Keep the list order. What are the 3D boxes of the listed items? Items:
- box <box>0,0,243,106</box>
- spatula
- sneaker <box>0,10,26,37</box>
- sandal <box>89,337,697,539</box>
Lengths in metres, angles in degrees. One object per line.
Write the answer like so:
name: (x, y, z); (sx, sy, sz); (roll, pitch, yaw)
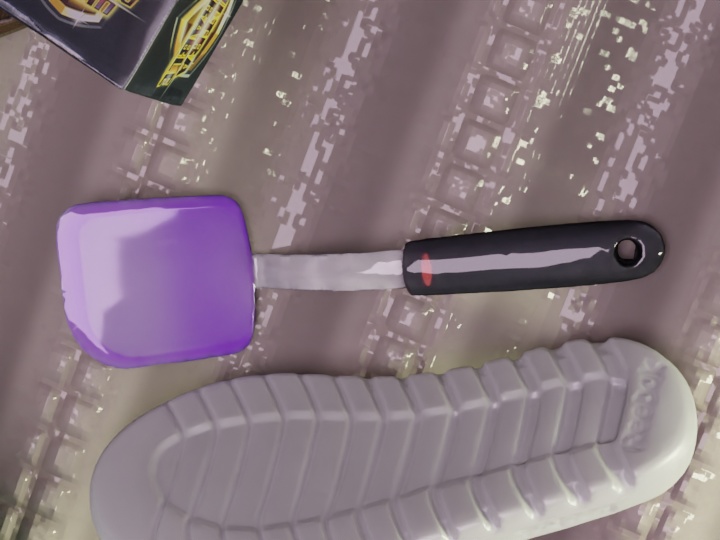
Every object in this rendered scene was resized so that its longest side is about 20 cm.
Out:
box: (-0.097, -0.167, 0.766); (0.199, 0.046, 0.160); (33, 97, 16)
spatula: (0.000, 0.000, 0.861); (0.198, 0.021, 0.057); (-3, 99, 10)
sneaker: (-0.079, -0.135, 0.820); (0.199, 0.076, 0.071); (-33, 94, 14)
sandal: (0.011, 0.074, 0.857); (0.201, 0.083, 0.050); (-8, 143, 10)
